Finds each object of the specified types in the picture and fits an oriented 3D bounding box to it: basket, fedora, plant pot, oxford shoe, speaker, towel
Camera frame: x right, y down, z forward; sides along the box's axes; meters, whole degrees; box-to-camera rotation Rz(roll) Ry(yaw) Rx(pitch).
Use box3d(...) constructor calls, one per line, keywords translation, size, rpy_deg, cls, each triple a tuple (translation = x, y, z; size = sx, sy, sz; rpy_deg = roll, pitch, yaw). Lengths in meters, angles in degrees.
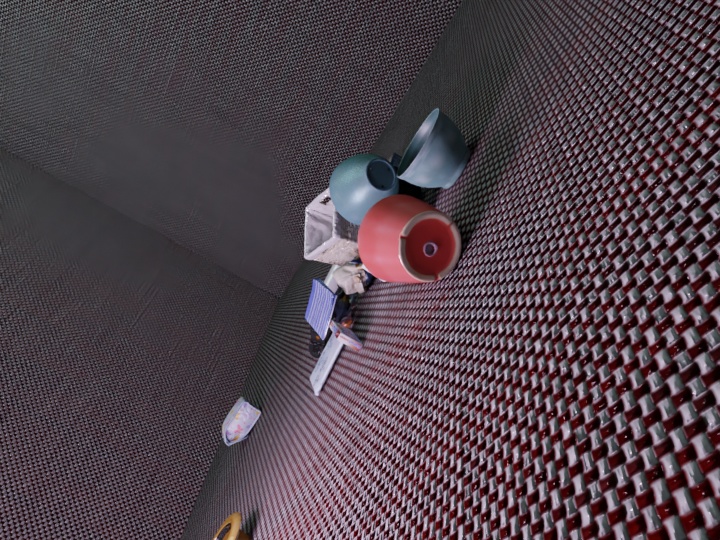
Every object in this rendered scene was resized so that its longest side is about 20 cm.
box3d(translation=(-0.072, -0.139, 1.746), size=(0.198, 0.159, 0.203), rpy_deg=(-30, 52, 49), cls="basket")
box3d(translation=(-0.366, 0.783, 1.490), size=(0.201, 0.081, 0.201), rpy_deg=(-52, 13, 18), cls="fedora")
box3d(translation=(0.112, -0.059, 1.135), size=(0.202, 0.199, 0.177), rpy_deg=(-61, 21, -1), cls="plant pot")
box3d(translation=(-0.125, 0.191, 1.781), size=(0.085, 0.072, 0.202), rpy_deg=(-52, -16, -54), cls="oxford shoe")
box3d(translation=(-0.092, 0.028, 2.087), size=(0.202, 0.081, 0.081), rpy_deg=(-62, 11, -6), cls="speaker")
box3d(translation=(-0.129, 0.115, 1.667), size=(0.200, 0.024, 0.147), rpy_deg=(-147, 71, -66), cls="towel")
box3d(translation=(0.028, -0.239, 1.471), size=(0.135, 0.199, 0.202), rpy_deg=(-28, 34, 63), cls="plant pot")
box3d(translation=(0.202, -0.298, 1.400), size=(0.201, 0.133, 0.201), rpy_deg=(-57, 12, 19), cls="plant pot")

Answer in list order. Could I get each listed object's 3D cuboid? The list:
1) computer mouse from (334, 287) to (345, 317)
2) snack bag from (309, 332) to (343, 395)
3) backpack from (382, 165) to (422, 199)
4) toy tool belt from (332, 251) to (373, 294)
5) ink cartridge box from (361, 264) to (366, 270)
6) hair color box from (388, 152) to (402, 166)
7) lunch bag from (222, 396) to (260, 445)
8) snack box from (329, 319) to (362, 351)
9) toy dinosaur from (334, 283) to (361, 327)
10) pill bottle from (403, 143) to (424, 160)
box3d(translation=(-0.080, 0.110, 1.920), size=(0.201, 0.052, 0.139), rpy_deg=(-56, -1, -18), cls="computer mouse")
box3d(translation=(-0.101, 0.280, 1.668), size=(0.190, 0.021, 0.200), rpy_deg=(-63, 10, -2), cls="snack bag")
box3d(translation=(0.076, -0.210, 1.641), size=(0.201, 0.182, 0.147), rpy_deg=(-52, 7, -11), cls="backpack")
box3d(translation=(0.000, 0.000, 1.687), size=(0.122, 0.125, 0.200), rpy_deg=(-38, 1, 16), cls="toy tool belt")
box3d(translation=(0.094, -0.080, 1.482), size=(0.202, 0.084, 0.146), rpy_deg=(-62, 10, -12), cls="ink cartridge box")
box3d(translation=(0.121, -0.383, 2.178), size=(0.100, 0.060, 0.201), rpy_deg=(-52, 15, 41), cls="hair color box")
box3d(translation=(-0.559, 0.703, 2.466), size=(0.201, 0.127, 0.169), rpy_deg=(-54, 11, -16), cls="lunch bag")
box3d(translation=(-0.044, 0.181, 1.511), size=(0.024, 0.071, 0.200), rpy_deg=(-59, 11, -1), cls="snack box")
box3d(translation=(-0.044, 0.126, 1.745), size=(0.201, 0.103, 0.183), rpy_deg=(74, -158, -55), cls="toy dinosaur")
box3d(translation=(0.187, -0.327, 1.594), size=(0.114, 0.112, 0.200), rpy_deg=(-59, 11, 13), cls="pill bottle")
